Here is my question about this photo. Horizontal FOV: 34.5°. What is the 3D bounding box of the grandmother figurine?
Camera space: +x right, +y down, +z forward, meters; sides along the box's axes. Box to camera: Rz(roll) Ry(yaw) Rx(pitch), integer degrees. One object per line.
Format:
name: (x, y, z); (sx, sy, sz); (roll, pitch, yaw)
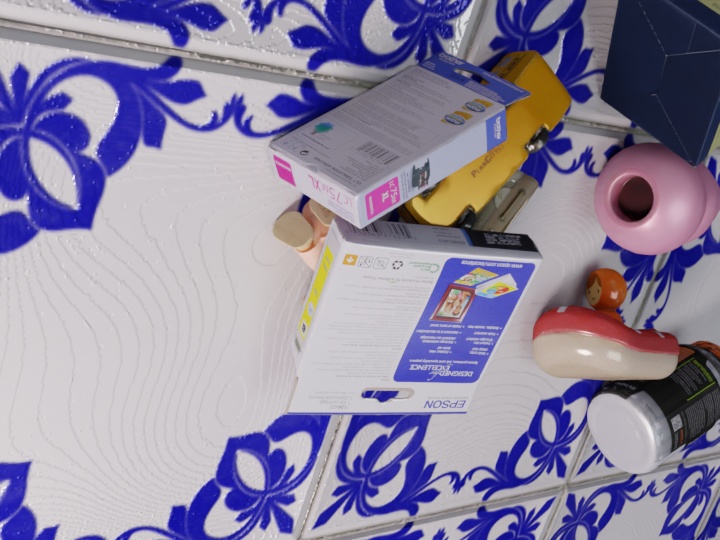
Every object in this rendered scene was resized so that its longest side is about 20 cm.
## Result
grandmother figurine: (0.000, 0.000, 1.077); (0.121, 0.061, 0.200); (-27, 142, 7)

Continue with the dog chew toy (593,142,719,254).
dog chew toy: (0.352, -0.082, 1.325); (0.199, 0.124, 0.125); (-4, 119, -52)

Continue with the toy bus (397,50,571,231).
toy bus: (0.109, -0.114, 1.076); (0.200, 0.078, 0.065); (-48, 115, -12)

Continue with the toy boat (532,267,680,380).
toy boat: (0.290, 0.062, 1.375); (0.199, 0.130, 0.132); (8, 79, -48)

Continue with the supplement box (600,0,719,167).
supplement box: (0.367, -0.255, 1.168); (0.200, 0.134, 0.200); (-41, 157, -17)

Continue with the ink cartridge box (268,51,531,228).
ink cartridge box: (0.036, -0.116, 0.982); (0.199, 0.119, 0.042); (-34, 134, -25)

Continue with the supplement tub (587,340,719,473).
supplement tub: (0.410, 0.176, 1.546); (0.199, 0.122, 0.123); (-24, 131, -31)

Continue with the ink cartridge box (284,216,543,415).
ink cartridge box: (0.041, 0.048, 1.058); (0.196, 0.047, 0.201); (3, 130, -25)

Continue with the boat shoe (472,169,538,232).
boat shoe: (0.110, -0.013, 1.134); (0.201, 0.065, 0.072); (-62, 173, -10)
